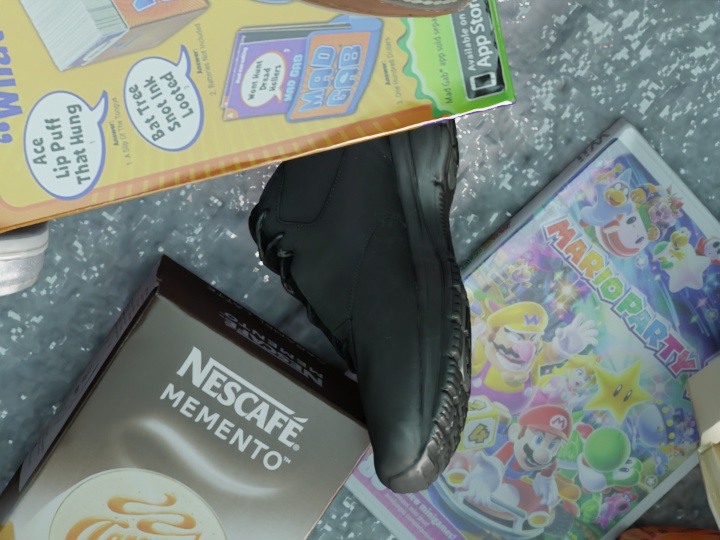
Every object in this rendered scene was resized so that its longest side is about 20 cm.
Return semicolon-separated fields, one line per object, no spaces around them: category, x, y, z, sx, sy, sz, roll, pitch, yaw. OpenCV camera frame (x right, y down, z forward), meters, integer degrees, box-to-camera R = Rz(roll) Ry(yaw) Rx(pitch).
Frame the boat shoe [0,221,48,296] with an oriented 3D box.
boat shoe;-0.224;0.013;1.167;0.201;0.074;0.065;-13;113;-2

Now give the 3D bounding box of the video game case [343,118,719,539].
video game case;0.089;0.051;1.259;0.200;0.018;0.143;-43;107;3

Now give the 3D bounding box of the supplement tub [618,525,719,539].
supplement tub;0.146;0.221;1.256;0.122;0.123;0.201;6;97;-12

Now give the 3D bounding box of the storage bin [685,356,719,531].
storage bin;0.273;0.068;1.185;0.200;0.094;0.198;-39;122;24

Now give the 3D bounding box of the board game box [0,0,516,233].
board game box;-0.074;-0.154;1.077;0.199;0.200;0.201;-14;107;-6

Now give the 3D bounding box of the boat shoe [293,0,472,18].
boat shoe;-0.041;-0.136;0.945;0.200;0.072;0.076;23;100;-15

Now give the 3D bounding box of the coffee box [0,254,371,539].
coffee box;-0.094;0.111;1.201;0.114;0.080;0.200;32;98;-7

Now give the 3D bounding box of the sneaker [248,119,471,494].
sneaker;0.000;0.000;1.169;0.090;0.201;0.076;-5;151;2
